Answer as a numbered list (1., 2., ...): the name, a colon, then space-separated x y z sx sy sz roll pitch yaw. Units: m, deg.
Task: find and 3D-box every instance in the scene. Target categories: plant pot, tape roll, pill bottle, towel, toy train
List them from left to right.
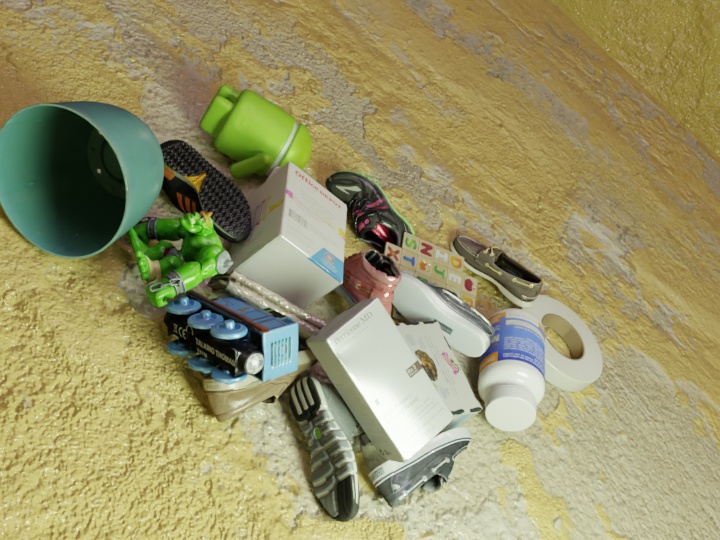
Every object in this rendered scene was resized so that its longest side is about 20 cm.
1. plant pot: -0.359 -0.135 1.176 0.200 0.201 0.161 42 25 1
2. toy train: -0.172 0.084 1.136 0.114 0.087 0.200 -13 23 -41
3. towel: -0.120 0.061 1.239 0.200 0.132 0.035 31 77 -16
4. pill bottle: 0.254 0.168 1.471 0.112 0.112 0.200 31 38 -13
5. tape roll: 0.377 0.136 1.672 0.202 0.037 0.203 23 42 -22

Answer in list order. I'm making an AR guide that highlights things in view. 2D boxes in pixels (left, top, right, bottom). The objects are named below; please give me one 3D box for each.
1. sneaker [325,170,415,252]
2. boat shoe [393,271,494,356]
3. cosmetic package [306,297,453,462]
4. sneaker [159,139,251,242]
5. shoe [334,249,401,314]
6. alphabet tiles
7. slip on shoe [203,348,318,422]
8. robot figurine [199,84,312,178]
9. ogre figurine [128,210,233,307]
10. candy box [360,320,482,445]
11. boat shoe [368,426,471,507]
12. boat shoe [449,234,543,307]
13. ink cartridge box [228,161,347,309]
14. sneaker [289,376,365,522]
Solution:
1. sneaker: 0.015 -0.102 1.559 0.200 0.077 0.084 43 33 3
2. boat shoe: 0.135 0.061 1.456 0.200 0.072 0.068 33 40 10
3. cosmetic package: 0.027 0.147 1.181 0.102 0.074 0.200 -38 101 -26
4. sneaker: -0.238 -0.106 1.325 0.070 0.090 0.200 -34 73 -34
5. shoe: 0.000 0.000 1.380 0.071 0.091 0.200 6 26 -32
6. alphabet tiles: 0.122 0.028 1.534 0.199 0.006 0.167 22 61 -24
7. slip on shoe: -0.128 0.151 1.195 0.200 0.076 0.061 -15 94 -53
8. robot figurine: -0.170 -0.229 1.488 0.200 0.116 0.176 30 34 -15
9. ogre figurine: -0.248 -0.026 1.196 0.119 0.200 0.099 -17 104 -15
10. candy box: 0.066 0.168 1.339 0.199 0.072 0.168 0 53 -40
11. boat shoe: 0.100 0.284 1.254 0.200 0.072 0.068 -13 64 -47
12. boat shoe: 0.260 -0.012 1.673 0.200 0.060 0.072 40 40 20
13. ink cartridge box: -0.109 -0.054 1.344 0.128 0.125 0.200 37 34 -28
14. sneaker: -0.018 0.239 1.197 0.115 0.075 0.201 12 53 -51
